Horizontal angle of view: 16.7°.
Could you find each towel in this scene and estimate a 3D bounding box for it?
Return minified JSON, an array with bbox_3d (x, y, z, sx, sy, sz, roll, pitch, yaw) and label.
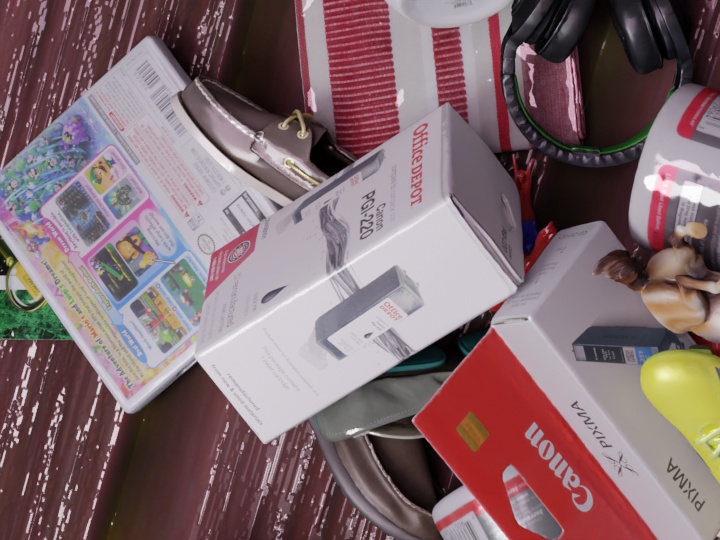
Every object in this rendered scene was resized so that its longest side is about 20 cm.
[{"bbox_3d":[0.052,-0.148,1.662,0.200,0.023,0.144,-4,92,24],"label":"towel"}]

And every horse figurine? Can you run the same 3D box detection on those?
[{"bbox_3d":[0.229,0.023,1.493,0.200,0.133,0.050,22,74,-8],"label":"horse figurine"}]

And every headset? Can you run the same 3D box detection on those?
[{"bbox_3d":[0.156,-0.169,1.590,0.123,0.094,0.200,6,104,-2],"label":"headset"}]

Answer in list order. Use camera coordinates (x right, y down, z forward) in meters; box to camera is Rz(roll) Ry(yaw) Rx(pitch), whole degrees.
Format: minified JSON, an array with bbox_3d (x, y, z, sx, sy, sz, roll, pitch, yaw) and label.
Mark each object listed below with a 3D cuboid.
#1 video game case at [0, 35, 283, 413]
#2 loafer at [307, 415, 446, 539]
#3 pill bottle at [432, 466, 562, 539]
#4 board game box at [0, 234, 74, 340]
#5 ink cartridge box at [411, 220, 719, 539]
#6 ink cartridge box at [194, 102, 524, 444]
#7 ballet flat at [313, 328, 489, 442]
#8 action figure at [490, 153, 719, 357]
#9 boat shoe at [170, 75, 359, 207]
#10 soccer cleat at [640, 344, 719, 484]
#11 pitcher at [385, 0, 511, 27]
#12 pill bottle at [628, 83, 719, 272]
[{"bbox_3d":[-0.153,-0.032,1.727,0.182,0.024,0.200,-40,78,18],"label":"video game case"},{"bbox_3d":[0.007,0.098,1.661,0.071,0.073,0.200,-40,78,19],"label":"loafer"},{"bbox_3d":[0.140,0.216,1.589,0.114,0.114,0.200,-32,81,20],"label":"pill bottle"},{"bbox_3d":[-0.174,-0.001,1.760,0.200,0.023,0.105,-1,94,23],"label":"board game box"},{"bbox_3d":[0.149,0.101,1.516,0.200,0.176,0.045,51,148,-18],"label":"ink cartridge box"},{"bbox_3d":[0.000,0.000,1.561,0.200,0.146,0.085,-30,114,17],"label":"ink cartridge box"},{"bbox_3d":[0.064,0.075,1.621,0.200,0.067,0.064,-9,108,-7],"label":"ballet flat"},{"bbox_3d":[0.148,-0.011,1.597,0.200,0.065,0.099,9,118,22],"label":"action figure"},{"bbox_3d":[-0.037,-0.072,1.661,0.200,0.072,0.060,39,114,3],"label":"boat shoe"},{"bbox_3d":[0.245,0.121,1.509,0.065,0.084,0.200,-25,125,40],"label":"soccer cleat"},{"bbox_3d":[0.070,-0.268,1.591,0.171,0.121,0.200,-15,62,8],"label":"pitcher"},{"bbox_3d":[0.277,-0.038,1.525,0.200,0.111,0.111,20,99,21],"label":"pill bottle"}]
